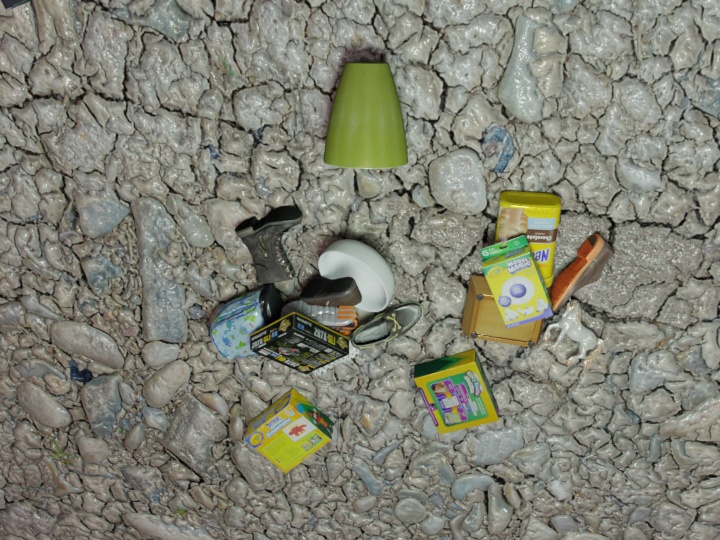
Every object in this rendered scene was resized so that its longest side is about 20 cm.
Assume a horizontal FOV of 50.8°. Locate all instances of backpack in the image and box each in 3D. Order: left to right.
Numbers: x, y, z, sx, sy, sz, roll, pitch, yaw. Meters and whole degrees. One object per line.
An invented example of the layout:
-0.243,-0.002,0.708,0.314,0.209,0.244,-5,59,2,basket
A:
-0.287,0.140,1.928,0.196,0.155,0.165,-6,127,26,backpack

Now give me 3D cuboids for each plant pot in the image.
0.012,-0.329,1.587,0.182,0.187,0.205,3,106,7,plant pot

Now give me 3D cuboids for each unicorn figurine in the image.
0.515,0.149,1.844,0.198,0.074,0.138,31,111,-27,unicorn figurine

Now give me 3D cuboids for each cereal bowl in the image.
0.000,0.000,1.801,0.197,0.084,0.202,25,147,17,cereal bowl

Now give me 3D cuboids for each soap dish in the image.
0.350,0.101,1.828,0.195,0.082,0.160,9,122,4,soap dish

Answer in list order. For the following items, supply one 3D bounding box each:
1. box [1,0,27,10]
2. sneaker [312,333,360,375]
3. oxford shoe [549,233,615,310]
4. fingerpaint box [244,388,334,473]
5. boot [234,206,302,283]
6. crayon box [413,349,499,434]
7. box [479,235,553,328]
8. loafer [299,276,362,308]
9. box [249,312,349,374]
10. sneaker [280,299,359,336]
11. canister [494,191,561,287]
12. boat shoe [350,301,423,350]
-0.655,-0.660,1.513,0.192,0.118,0.203,-14,117,16,box
-0.062,0.198,1.959,0.198,0.075,0.082,-30,103,23,sneaker
0.507,0.018,1.740,0.072,0.072,0.202,31,105,-16,oxford shoe
-0.199,0.449,2.123,0.166,0.074,0.199,42,117,-17,fingerpaint box
-0.196,-0.054,1.837,0.196,0.070,0.176,-12,121,24,boot
0.252,0.320,1.986,0.169,0.059,0.203,-17,117,17,crayon box
0.349,0.025,1.701,0.115,0.049,0.203,-18,115,19,box
-0.072,0.064,1.807,0.198,0.074,0.071,-1,137,50,loafer
-0.146,0.181,1.856,0.158,0.050,0.198,-26,141,34,box
-0.098,0.132,1.900,0.195,0.079,0.113,4,152,11,sneaker
0.373,-0.070,1.721,0.145,0.087,0.204,4,120,7,canister
0.067,0.140,1.876,0.198,0.061,0.073,-28,88,3,boat shoe
